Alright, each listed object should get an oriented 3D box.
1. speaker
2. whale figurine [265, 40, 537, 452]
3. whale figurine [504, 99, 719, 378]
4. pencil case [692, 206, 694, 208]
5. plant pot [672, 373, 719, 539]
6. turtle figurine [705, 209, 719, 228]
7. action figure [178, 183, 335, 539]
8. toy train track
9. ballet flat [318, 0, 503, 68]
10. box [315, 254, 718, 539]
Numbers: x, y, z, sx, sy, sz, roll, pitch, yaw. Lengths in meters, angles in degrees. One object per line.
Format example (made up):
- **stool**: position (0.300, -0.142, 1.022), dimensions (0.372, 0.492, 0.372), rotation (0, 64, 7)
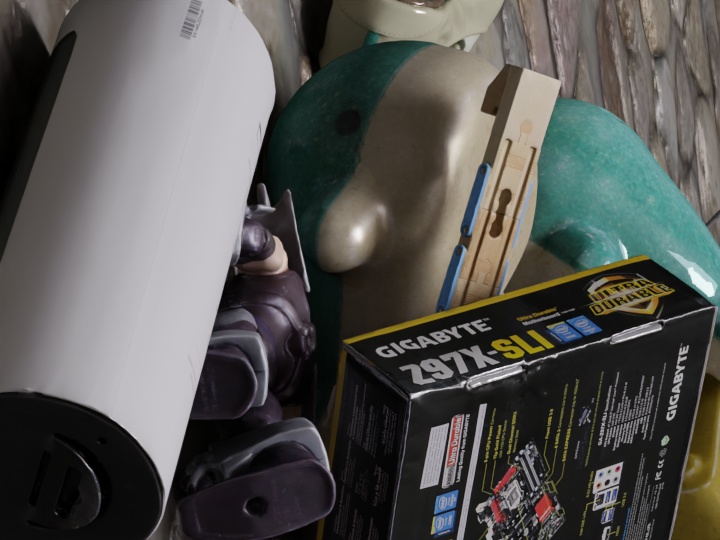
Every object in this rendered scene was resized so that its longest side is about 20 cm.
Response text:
- **speaker**: position (-0.082, -0.003, 0.908), dimensions (0.201, 0.081, 0.081), rotation (-78, 155, -44)
- **whale figurine**: position (0.000, 0.000, 1.180), dimensions (0.159, 0.103, 0.201), rotation (28, 78, -64)
- **whale figurine**: position (0.134, -0.014, 1.381), dimensions (0.104, 0.199, 0.159), rotation (-64, 165, 8)
- **pencil case**: position (0.187, 0.046, 1.763), dimensions (0.089, 0.088, 0.201), rotation (-74, 154, -50)
- **plant pot**: position (0.158, 0.155, 1.457), dimensions (0.195, 0.194, 0.201), rotation (-74, 149, -51)
- **turtle figurine**: position (0.185, 0.059, 1.602), dimensions (0.144, 0.199, 0.194), rotation (54, -10, 7)
- **action figure**: position (-0.047, 0.036, 1.035), dimensions (0.200, 0.069, 0.131), rotation (-83, 157, -79)
- **toy train track**: position (0.034, 0.015, 1.117), dimensions (0.114, 0.032, 0.201), rotation (14, 95, -42)
- **ballet flat**: position (0.025, -0.121, 1.344), dimensions (0.200, 0.069, 0.070), rotation (-34, 117, -69)
- **box**: position (0.055, 0.105, 1.104), dimensions (0.159, 0.049, 0.201), rotation (-14, 125, -34)
